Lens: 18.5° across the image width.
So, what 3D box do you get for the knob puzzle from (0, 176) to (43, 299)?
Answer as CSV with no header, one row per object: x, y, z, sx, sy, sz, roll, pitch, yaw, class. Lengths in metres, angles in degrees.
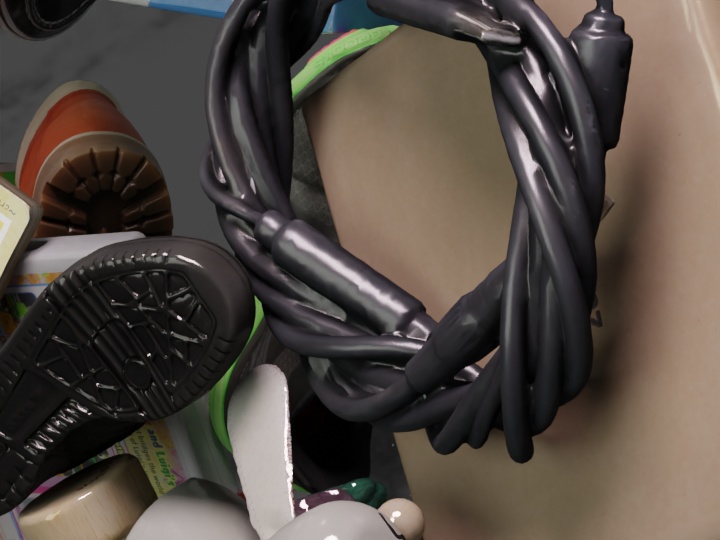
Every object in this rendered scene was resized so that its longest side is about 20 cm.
-0.245,0.014,0.893,0.218,0.030,0.222,1,93,21,knob puzzle

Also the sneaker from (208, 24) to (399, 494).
0.000,0.000,0.830,0.084,0.076,0.201,39,132,36,sneaker

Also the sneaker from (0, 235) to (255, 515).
-0.087,0.027,0.788,0.199,0.104,0.060,-35,93,39,sneaker

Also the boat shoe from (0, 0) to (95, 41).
-0.100,-0.167,0.940,0.200,0.071,0.068,-54,51,29,boat shoe

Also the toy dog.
-0.028,0.096,0.749,0.199,0.096,0.133,13,132,48,toy dog

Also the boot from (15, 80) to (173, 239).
-0.125,0.016,0.990,0.107,0.074,0.201,-121,36,-57,boot

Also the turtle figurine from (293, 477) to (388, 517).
0.011,0.187,0.808,0.150,0.100,0.201,-50,49,35,turtle figurine

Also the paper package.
0.091,0.000,0.688,0.190,0.103,0.201,-31,69,47,paper package

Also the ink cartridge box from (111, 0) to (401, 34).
-0.045,-0.198,0.820,0.144,0.084,0.202,12,103,26,ink cartridge box

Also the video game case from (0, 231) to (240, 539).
-0.130,0.081,0.931,0.181,0.024,0.201,-3,115,35,video game case

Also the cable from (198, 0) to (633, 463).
0.013,-0.028,0.672,0.199,0.051,0.165,9,108,55,cable

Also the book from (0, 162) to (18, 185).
-0.230,0.019,1.003,0.048,0.199,0.135,-1,92,51,book
